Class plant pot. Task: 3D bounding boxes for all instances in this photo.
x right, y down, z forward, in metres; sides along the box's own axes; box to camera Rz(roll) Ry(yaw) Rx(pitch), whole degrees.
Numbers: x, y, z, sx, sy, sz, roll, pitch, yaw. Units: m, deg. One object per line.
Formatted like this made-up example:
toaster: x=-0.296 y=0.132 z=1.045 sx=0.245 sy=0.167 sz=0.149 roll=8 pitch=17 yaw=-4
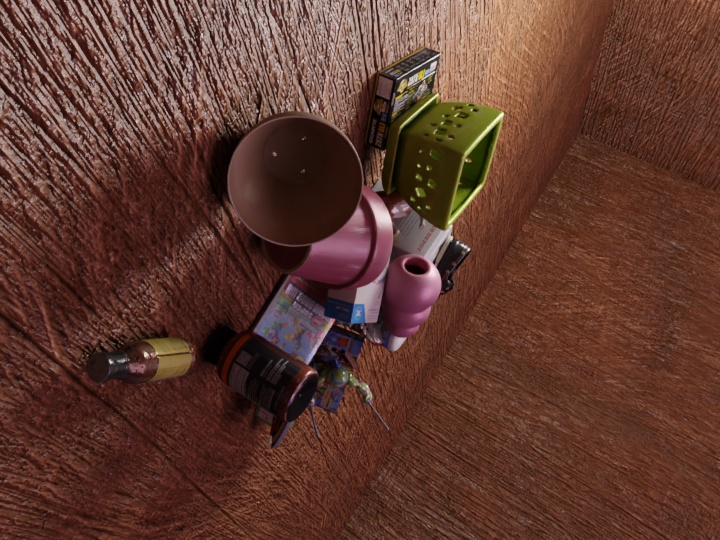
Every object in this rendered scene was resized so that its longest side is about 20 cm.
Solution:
plant pot: x=-0.071 y=-0.062 z=1.319 sx=0.178 sy=0.199 sz=0.201 roll=-3 pitch=120 yaw=-50
plant pot: x=-0.101 y=-0.157 z=1.131 sx=0.135 sy=0.198 sz=0.202 roll=-103 pitch=-152 yaw=-61
plant pot: x=0.158 y=-0.238 z=1.523 sx=0.200 sy=0.181 sz=0.200 roll=-45 pitch=155 yaw=-39

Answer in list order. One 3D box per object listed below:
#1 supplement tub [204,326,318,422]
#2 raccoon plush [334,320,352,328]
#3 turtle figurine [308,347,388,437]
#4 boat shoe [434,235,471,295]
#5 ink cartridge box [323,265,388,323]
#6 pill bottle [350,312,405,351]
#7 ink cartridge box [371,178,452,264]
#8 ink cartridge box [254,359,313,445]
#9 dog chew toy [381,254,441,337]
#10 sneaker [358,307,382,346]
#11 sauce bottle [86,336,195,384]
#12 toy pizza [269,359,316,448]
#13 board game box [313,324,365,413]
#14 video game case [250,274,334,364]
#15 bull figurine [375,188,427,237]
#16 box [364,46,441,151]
supplement tub: x=-0.179 y=0.176 z=1.310 sx=0.107 sy=0.199 sz=0.107 roll=-50 pitch=158 yaw=-29
raccoon plush: x=-0.020 y=0.026 z=1.565 sx=0.096 sy=0.135 sz=0.200 roll=8 pitch=135 yaw=-47
turtle figurine: x=-0.055 y=0.270 z=1.603 sx=0.143 sy=0.201 sz=0.194 roll=-28 pitch=-176 yaw=-5
boat shoe: x=0.181 y=0.024 z=1.670 sx=0.203 sy=0.063 sz=0.074 roll=-62 pitch=167 yaw=8
ink cartridge box: x=0.000 y=0.000 z=1.474 sx=0.116 sy=0.067 sz=0.202 roll=3 pitch=100 yaw=-62
pill bottle: x=0.019 y=0.096 z=1.733 sx=0.114 sy=0.199 sz=0.114 roll=-52 pitch=159 yaw=-30
ink cartridge box: x=0.091 y=-0.078 z=1.682 sx=0.146 sy=0.199 sz=0.145 roll=-52 pitch=159 yaw=-26
ink cartridge box: x=-0.180 y=0.286 z=1.684 sx=0.104 sy=0.059 sz=0.201 roll=-33 pitch=146 yaw=-56
dog chew toy: x=0.100 y=0.064 z=1.569 sx=0.125 sy=0.124 sz=0.201 roll=-45 pitch=154 yaw=-42
sneaker: x=0.026 y=0.067 z=1.637 sx=0.078 sy=0.081 sz=0.202 roll=46 pitch=33 yaw=-71
sauce bottle: x=-0.321 y=0.132 z=1.088 sx=0.066 sy=0.066 sz=0.200 roll=-64 pitch=160 yaw=6
toy pizza: x=-0.148 y=0.275 z=1.549 sx=0.201 sy=0.032 sz=0.200 roll=-63 pitch=-175 yaw=9
board game box: x=-0.085 y=0.222 z=1.729 sx=0.034 sy=0.134 sz=0.201 roll=-67 pitch=179 yaw=-70
video game case: x=-0.128 y=0.101 z=1.482 sx=0.201 sy=0.143 sz=0.017 roll=-58 pitch=-154 yaw=-11
bull figurine: x=0.070 y=-0.133 z=1.584 sx=0.199 sy=0.122 sz=0.065 roll=-21 pitch=145 yaw=-17
box: x=0.089 y=-0.357 z=1.532 sx=0.200 sy=0.049 sz=0.161 roll=-43 pitch=151 yaw=-46
